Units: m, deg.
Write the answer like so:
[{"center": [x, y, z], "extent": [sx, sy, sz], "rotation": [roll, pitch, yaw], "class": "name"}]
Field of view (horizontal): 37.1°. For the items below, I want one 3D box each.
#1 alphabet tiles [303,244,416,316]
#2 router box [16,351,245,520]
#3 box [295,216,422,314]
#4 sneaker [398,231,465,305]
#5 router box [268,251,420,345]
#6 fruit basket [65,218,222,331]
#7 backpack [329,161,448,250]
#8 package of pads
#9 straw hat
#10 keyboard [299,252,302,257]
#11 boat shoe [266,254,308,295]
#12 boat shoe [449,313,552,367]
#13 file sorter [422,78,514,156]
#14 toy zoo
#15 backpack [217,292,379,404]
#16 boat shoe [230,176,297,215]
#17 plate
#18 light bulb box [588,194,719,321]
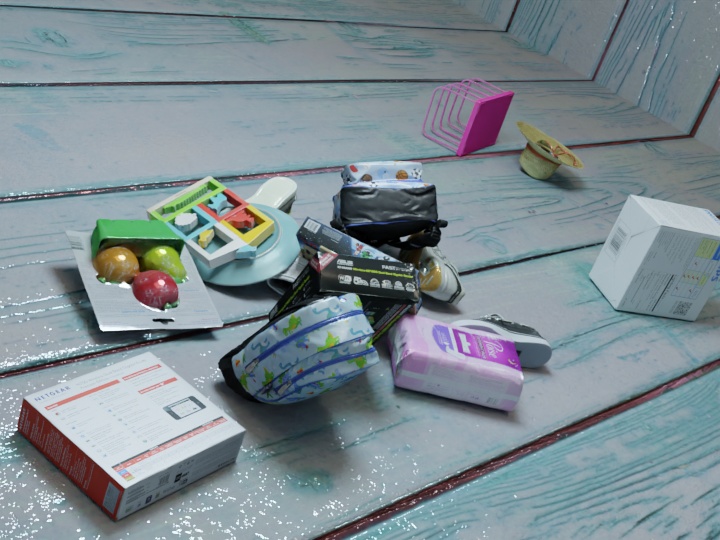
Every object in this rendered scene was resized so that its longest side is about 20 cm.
[{"center": [0.000, 0.024, 1.671], "extent": [0.199, 0.167, 0.006], "rotation": [28, 71, 13], "class": "alphabet tiles"}, {"center": [-0.266, 0.187, 1.265], "extent": [0.179, 0.049, 0.200], "rotation": [34, 30, 26], "class": "router box"}, {"center": [0.000, 0.000, 1.680], "extent": [0.199, 0.137, 0.038], "rotation": [27, 71, 16], "class": "box"}, {"center": [0.127, -0.001, 1.889], "extent": [0.087, 0.076, 0.200], "rotation": [32, 20, -25], "class": "sneaker"}, {"center": [-0.027, 0.052, 1.519], "extent": [0.149, 0.200, 0.062], "rotation": [8, 59, -24], "class": "router box"}, {"center": [-0.313, 0.016, 1.537], "extent": [0.185, 0.094, 0.200], "rotation": [-1, 49, -35], "class": "fruit basket"}, {"center": [0.032, -0.109, 1.864], "extent": [0.199, 0.155, 0.191], "rotation": [3, -13, -11], "class": "backpack"}, {"center": [0.141, 0.137, 1.615], "extent": [0.199, 0.076, 0.121], "rotation": [14, 30, -12], "class": "package of pads"}, {"center": [0.430, -0.265, 2.558], "extent": [0.200, 0.085, 0.201], "rotation": [29, 23, -13], "class": "straw hat"}, {"center": [-0.070, -0.010, 1.804], "extent": [0.199, 0.040, 0.104], "rotation": [16, 50, -11], "class": "keyboard"}, {"center": [-0.055, 0.044, 1.668], "extent": [0.200, 0.072, 0.069], "rotation": [33, 49, 11], "class": "boat shoe"}, {"center": [0.217, 0.104, 1.729], "extent": [0.198, 0.074, 0.068], "rotation": [8, 34, -24], "class": "boat shoe"}, {"center": [0.257, -0.379, 2.589], "extent": [0.125, 0.139, 0.200], "rotation": [30, 28, 21], "class": "file sorter"}, {"center": [-0.228, -0.072, 1.693], "extent": [0.131, 0.021, 0.200], "rotation": [-34, 51, -30], "class": "toy zoo"}, {"center": [-0.066, 0.103, 1.399], "extent": [0.163, 0.200, 0.154], "rotation": [-5, 55, -43], "class": "backpack"}, {"center": [-0.181, -0.087, 1.811], "extent": [0.072, 0.060, 0.202], "rotation": [31, 47, 23], "class": "boat shoe"}, {"center": [-0.192, -0.051, 1.704], "extent": [0.199, 0.026, 0.201], "rotation": [-1, 43, 1], "class": "plate"}, {"center": [0.591, -0.023, 2.092], "extent": [0.199, 0.199, 0.125], "rotation": [9, 31, -24], "class": "light bulb box"}]
